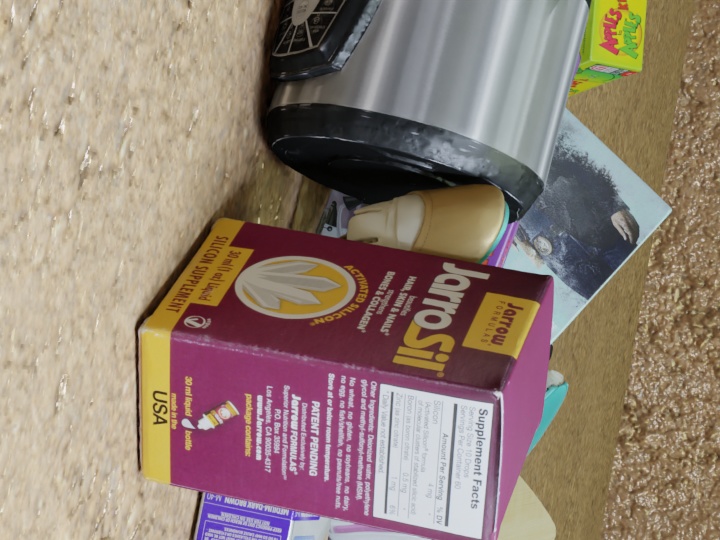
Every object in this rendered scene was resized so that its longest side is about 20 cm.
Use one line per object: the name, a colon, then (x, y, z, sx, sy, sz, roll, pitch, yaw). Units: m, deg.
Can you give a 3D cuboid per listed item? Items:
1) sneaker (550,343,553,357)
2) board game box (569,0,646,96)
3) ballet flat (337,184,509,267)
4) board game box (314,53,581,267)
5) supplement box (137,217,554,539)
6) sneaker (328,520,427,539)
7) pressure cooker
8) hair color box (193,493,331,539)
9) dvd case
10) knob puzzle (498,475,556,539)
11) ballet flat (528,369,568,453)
sneaker: (0.047, 0.090, 1.582, 0.076, 0.200, 0.076, 30, 36, -38)
board game box: (0.163, -0.196, 1.890, 0.200, 0.047, 0.102, 164, -67, -67)
ballet flat: (0.002, -0.002, 1.350, 0.200, 0.063, 0.069, -33, -140, 44)
board game box: (0.050, -0.065, 1.478, 0.032, 0.120, 0.201, 66, 44, -75)
supplement box: (-0.007, 0.058, 1.271, 0.131, 0.199, 0.104, -61, 157, -57)
sneaker: (0.014, 0.159, 1.544, 0.089, 0.080, 0.201, -89, -172, -50)
pressure cooker: (0.045, -0.143, 1.396, 0.179, 0.175, 0.201, 58, 47, -76)
hair color box: (-0.070, 0.221, 1.424, 0.109, 0.065, 0.201, 23, 79, -77)
dvd case: (0.091, -0.062, 1.542, 0.146, 0.200, 0.022, -44, 175, -29)
knob puzzle: (0.048, 0.204, 1.704, 0.030, 0.219, 0.221, -137, -134, -57)
ballet flat: (0.064, 0.142, 1.628, 0.200, 0.072, 0.072, -57, 168, 6)
